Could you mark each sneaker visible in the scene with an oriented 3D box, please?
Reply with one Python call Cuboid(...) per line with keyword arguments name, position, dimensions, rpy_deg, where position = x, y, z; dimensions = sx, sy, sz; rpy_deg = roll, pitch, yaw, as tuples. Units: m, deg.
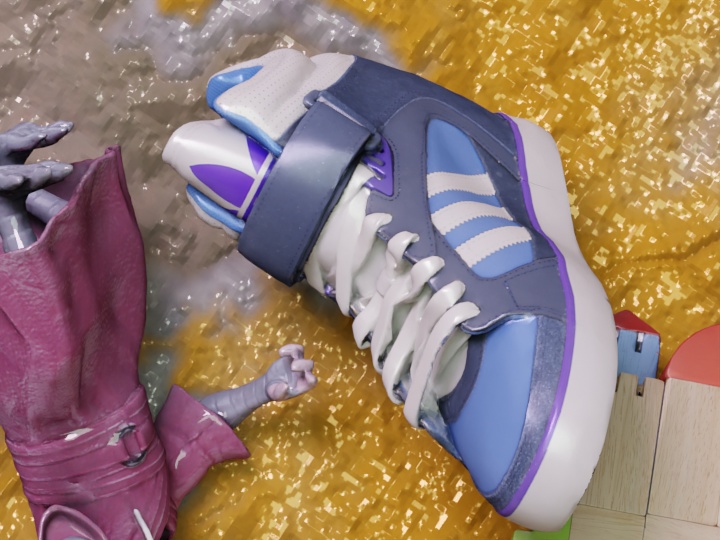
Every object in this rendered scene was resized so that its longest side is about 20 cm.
Cuboid(name="sneaker", position=(0.000, 0.000, 0.935), dimensions=(0.146, 0.081, 0.201), rpy_deg=(14, 36, -16))

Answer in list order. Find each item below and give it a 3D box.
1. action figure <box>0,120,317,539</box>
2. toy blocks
Cuboid(name="action figure", position=(-0.104, 0.057, 0.961), dimensions=(0.148, 0.134, 0.201), rpy_deg=(-5, 107, 31))
Cuboid(name="toy blocks", position=(0.151, 0.062, 0.979), dimensions=(0.199, 0.100, 0.137), rpy_deg=(10, 68, 1))
